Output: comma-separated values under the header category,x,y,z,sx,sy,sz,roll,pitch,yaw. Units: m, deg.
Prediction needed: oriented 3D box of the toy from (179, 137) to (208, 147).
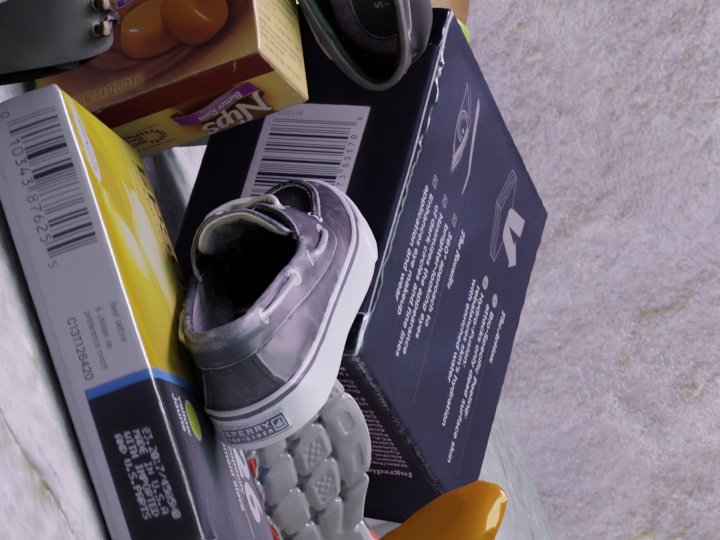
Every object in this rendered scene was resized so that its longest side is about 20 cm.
category,x,y,z,sx,sy,sz,roll,pitch,yaw
toy,-0.069,-0.162,1.474,0.047,0.115,0.200,-74,157,-52

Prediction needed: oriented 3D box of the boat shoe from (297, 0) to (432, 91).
category,x,y,z,sx,sy,sz,roll,pitch,yaw
boat shoe,-0.016,-0.173,1.181,0.057,0.067,0.200,-82,152,-59

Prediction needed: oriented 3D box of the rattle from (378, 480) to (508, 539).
category,x,y,z,sx,sy,sz,roll,pitch,yaw
rattle,0.035,0.213,1.188,0.200,0.143,0.130,62,-12,-3

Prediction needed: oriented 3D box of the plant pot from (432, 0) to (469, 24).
category,x,y,z,sx,sy,sz,roll,pitch,yaw
plant pot,-0.017,-0.115,1.781,0.186,0.186,0.200,61,23,-49

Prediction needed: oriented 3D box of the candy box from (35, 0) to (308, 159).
category,x,y,z,sx,sy,sz,roll,pitch,yaw
candy box,-0.096,-0.157,1.223,0.056,0.116,0.200,42,35,-55

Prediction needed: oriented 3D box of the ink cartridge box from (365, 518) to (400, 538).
category,x,y,z,sx,sy,sz,roll,pitch,yaw
ink cartridge box,0.008,0.105,1.554,0.144,0.084,0.200,60,12,-51

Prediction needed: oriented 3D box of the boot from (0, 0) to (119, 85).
category,x,y,z,sx,sy,sz,roll,pitch,yaw
boot,-0.096,-0.151,1.044,0.077,0.200,0.139,155,-82,-84

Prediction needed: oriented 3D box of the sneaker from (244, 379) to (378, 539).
category,x,y,z,sx,sy,sz,roll,pitch,yaw
sneaker,-0.040,0.104,1.256,0.082,0.077,0.200,42,-24,42

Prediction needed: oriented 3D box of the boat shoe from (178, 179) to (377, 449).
category,x,y,z,sx,sy,sz,roll,pitch,yaw
boat shoe,-0.043,-0.001,1.143,0.200,0.072,0.068,-74,142,-60

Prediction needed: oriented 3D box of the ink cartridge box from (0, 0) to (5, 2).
category,x,y,z,sx,sy,sz,roll,pitch,yaw
ink cartridge box,-0.149,-0.202,0.949,0.083,0.145,0.200,-45,113,-83

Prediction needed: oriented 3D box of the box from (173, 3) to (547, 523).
category,x,y,z,sx,sy,sz,roll,pitch,yaw
box,0.000,0.000,1.336,0.200,0.117,0.197,59,41,-54

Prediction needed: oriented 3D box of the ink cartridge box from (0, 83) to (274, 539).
category,x,y,z,sx,sy,sz,roll,pitch,yaw
ink cartridge box,-0.090,0.035,1.122,0.200,0.047,0.198,32,36,-77

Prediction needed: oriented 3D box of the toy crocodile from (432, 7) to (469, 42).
category,x,y,z,sx,sy,sz,roll,pitch,yaw
toy crocodile,-0.006,-0.123,1.405,0.200,0.062,0.068,32,66,-27
